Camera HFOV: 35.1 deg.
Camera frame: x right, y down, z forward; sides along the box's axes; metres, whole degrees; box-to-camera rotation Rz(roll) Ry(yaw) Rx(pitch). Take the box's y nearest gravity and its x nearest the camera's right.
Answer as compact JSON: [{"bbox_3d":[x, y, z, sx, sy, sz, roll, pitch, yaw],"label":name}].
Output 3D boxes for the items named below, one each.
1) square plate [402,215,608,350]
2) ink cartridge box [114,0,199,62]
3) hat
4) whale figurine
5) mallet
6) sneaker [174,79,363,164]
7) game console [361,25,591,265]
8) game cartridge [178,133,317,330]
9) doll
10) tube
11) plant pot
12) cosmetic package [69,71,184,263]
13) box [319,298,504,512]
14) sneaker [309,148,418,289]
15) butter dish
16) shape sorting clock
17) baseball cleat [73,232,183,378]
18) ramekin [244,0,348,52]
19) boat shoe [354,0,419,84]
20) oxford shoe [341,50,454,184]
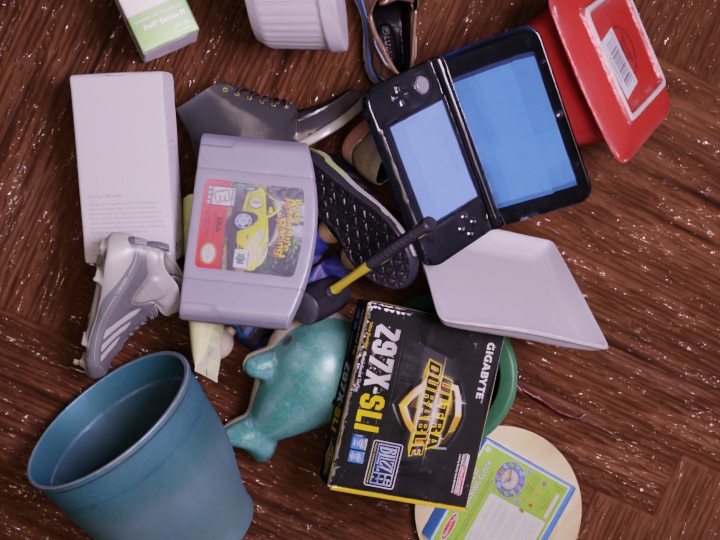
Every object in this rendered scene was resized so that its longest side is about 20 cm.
[{"bbox_3d":[0.151,0.015,1.248,0.197,0.200,0.029,10,123,-19],"label":"square plate"},{"bbox_3d":[-0.240,-0.326,1.190,0.067,0.117,0.201,-25,99,-7],"label":"ink cartridge box"},{"bbox_3d":[0.130,0.126,1.343,0.165,0.176,0.200,-32,75,18],"label":"hat"},{"bbox_3d":[-0.066,0.141,1.261,0.200,0.104,0.159,-47,129,8],"label":"whale figurine"},{"bbox_3d":[0.000,0.000,1.167,0.066,0.200,0.041,-28,85,-42],"label":"mallet"},{"bbox_3d":[-0.098,-0.176,1.248,0.199,0.075,0.107,-27,98,-5],"label":"sneaker"},{"bbox_3d":[0.123,-0.128,1.185,0.170,0.118,0.201,-32,106,-37],"label":"game console"},{"bbox_3d":[-0.112,-0.041,1.189,0.133,0.041,0.201,6,80,-2],"label":"game cartridge"},{"bbox_3d":[-0.102,0.027,1.280,0.200,0.048,0.137,-40,101,2],"label":"doll"},{"bbox_3d":[-0.169,0.017,1.234,0.058,0.052,0.201,8,72,-38],"label":"tube"},{"bbox_3d":[-0.216,0.222,1.215,0.200,0.200,0.188,-35,114,-5],"label":"plant pot"},{"bbox_3d":[-0.247,-0.110,1.219,0.101,0.074,0.201,-1,98,0],"label":"cosmetic package"},{"bbox_3d":[0.055,0.142,1.205,0.159,0.049,0.201,13,90,-14],"label":"box"},{"bbox_3d":[0.004,-0.067,1.249,0.200,0.083,0.072,49,121,14],"label":"sneaker"},{"bbox_3d":[0.235,-0.222,1.271,0.147,0.199,0.200,-16,106,37],"label":"butter dish"},{"bbox_3d":[0.163,0.283,1.351,0.199,0.039,0.201,0,94,-5],"label":"shape sorting clock"},{"bbox_3d":[-0.242,0.049,1.210,0.106,0.070,0.200,11,133,-10],"label":"baseball cleat"},{"bbox_3d":[-0.072,-0.324,1.185,0.094,0.202,0.203,-6,96,4],"label":"ramekin"},{"bbox_3d":[0.032,-0.305,1.256,0.072,0.072,0.201,-16,100,-17],"label":"boat shoe"},{"bbox_3d":[0.076,-0.168,1.268,0.200,0.074,0.071,-41,140,3],"label":"oxford shoe"}]
